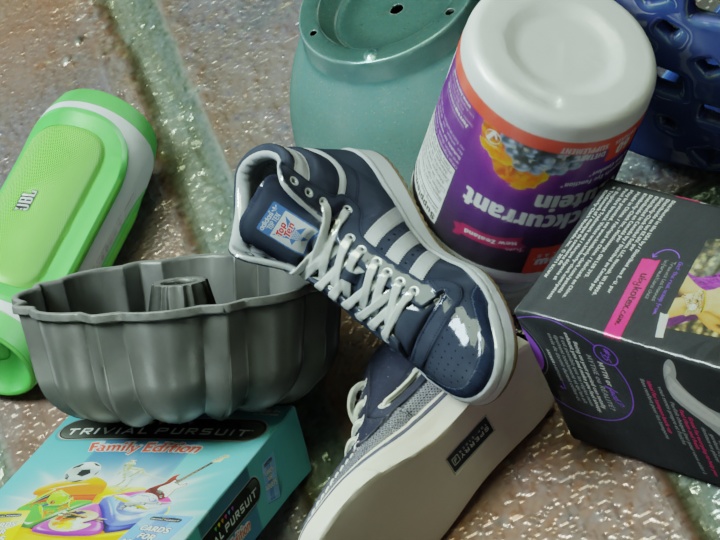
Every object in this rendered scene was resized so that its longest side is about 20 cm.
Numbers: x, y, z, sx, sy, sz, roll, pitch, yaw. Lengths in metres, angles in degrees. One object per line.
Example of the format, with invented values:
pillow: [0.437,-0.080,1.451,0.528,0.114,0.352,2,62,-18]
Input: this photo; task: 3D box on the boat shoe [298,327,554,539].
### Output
boat shoe: [0.019,0.101,1.685,0.200,0.075,0.093,-40,37,-24]

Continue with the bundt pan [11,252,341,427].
bundt pan: [-0.104,0.042,1.739,0.201,0.076,0.202,-5,10,1]

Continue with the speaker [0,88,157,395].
speaker: [-0.202,-0.020,1.895,0.088,0.089,0.200,3,51,29]

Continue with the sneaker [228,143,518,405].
sneaker: [0.000,0.000,1.641,0.070,0.108,0.200,-58,47,25]

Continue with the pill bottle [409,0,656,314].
pill bottle: [0.091,-0.063,1.691,0.111,0.200,0.112,7,52,-9]

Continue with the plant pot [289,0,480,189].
plant pot: [0.038,-0.127,1.837,0.200,0.134,0.201,-15,44,15]

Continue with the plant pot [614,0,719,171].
plant pot: [0.256,-0.170,1.714,0.180,0.200,0.200,24,62,32]

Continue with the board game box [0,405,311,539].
board game box: [-0.139,0.144,1.683,0.151,0.047,0.200,-1,27,26]

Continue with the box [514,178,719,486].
box: [0.204,0.044,1.597,0.200,0.122,0.106,18,59,37]
